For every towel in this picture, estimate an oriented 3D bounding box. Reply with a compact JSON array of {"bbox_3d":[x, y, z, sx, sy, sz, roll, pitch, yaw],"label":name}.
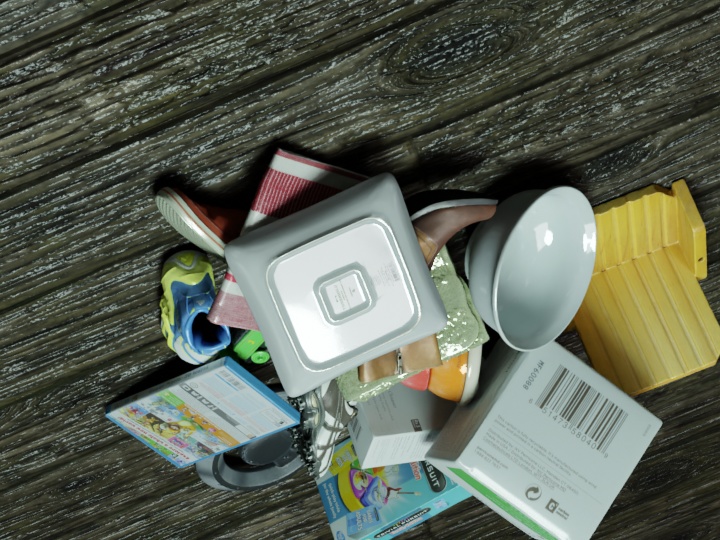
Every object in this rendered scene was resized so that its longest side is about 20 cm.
[{"bbox_3d":[-0.077,-0.026,1.555,0.144,0.023,0.200,14,102,-44],"label":"towel"},{"bbox_3d":[0.039,0.061,1.717,0.200,0.148,0.036,-27,-177,12],"label":"towel"}]

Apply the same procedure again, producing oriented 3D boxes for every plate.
[{"bbox_3d":[-0.020,0.021,1.532,0.200,0.032,0.200,-25,113,-6],"label":"plate"}]

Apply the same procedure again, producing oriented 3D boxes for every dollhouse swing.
[{"bbox_3d":[0.350,0.029,1.791,0.200,0.176,0.182,-20,145,0],"label":"dollhouse swing"}]

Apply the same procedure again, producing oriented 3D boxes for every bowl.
[{"bbox_3d":[0.188,-0.012,1.694,0.201,0.090,0.201,-21,120,-42],"label":"bowl"}]

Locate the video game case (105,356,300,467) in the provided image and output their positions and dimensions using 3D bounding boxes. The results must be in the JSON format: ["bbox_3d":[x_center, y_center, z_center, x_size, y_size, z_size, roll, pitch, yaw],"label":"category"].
[{"bbox_3d":[-0.196,0.178,1.773,0.200,0.018,0.143,-23,133,29],"label":"video game case"}]

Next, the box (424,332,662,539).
[{"bbox_3d":[0.225,0.213,1.799,0.200,0.199,0.171,-55,-174,-10],"label":"box"}]

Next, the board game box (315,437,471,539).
[{"bbox_3d":[0.040,0.287,1.989,0.200,0.151,0.047,-31,143,13],"label":"board game box"}]

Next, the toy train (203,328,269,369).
[{"bbox_3d":[-0.167,0.121,1.766,0.056,0.042,0.200,23,127,-31],"label":"toy train"}]

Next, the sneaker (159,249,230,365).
[{"bbox_3d":[-0.187,0.071,1.632,0.076,0.105,0.200,-16,144,-7],"label":"sneaker"}]

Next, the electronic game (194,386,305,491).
[{"bbox_3d":[-0.128,0.227,1.918,0.200,0.042,0.200,-18,140,-15],"label":"electronic game"}]

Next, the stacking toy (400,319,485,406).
[{"bbox_3d":[0.050,0.091,1.792,0.200,0.146,0.146,5,140,-4],"label":"stacking toy"}]

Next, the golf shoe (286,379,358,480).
[{"bbox_3d":[-0.041,0.197,1.848,0.094,0.078,0.200,-22,143,-19],"label":"golf shoe"}]

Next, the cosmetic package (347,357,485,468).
[{"bbox_3d":[0.085,0.190,1.921,0.200,0.113,0.081,-8,143,-21],"label":"cosmetic package"}]

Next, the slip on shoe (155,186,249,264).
[{"bbox_3d":[-0.145,-0.044,1.549,0.200,0.074,0.061,34,83,-42],"label":"slip on shoe"}]

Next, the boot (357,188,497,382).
[{"bbox_3d":[0.075,0.017,1.598,0.188,0.068,0.200,-16,108,-22],"label":"boot"}]
